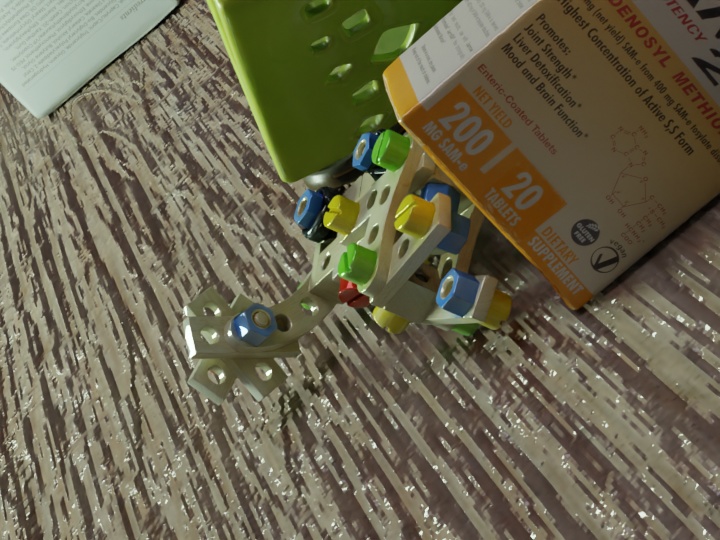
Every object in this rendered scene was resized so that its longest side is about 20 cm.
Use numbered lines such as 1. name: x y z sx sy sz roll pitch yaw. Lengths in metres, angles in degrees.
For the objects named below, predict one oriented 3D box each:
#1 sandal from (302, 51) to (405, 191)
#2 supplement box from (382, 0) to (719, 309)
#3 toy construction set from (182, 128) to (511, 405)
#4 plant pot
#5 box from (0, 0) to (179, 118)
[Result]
1. sandal: 0.019 -0.127 1.176 0.200 0.055 0.082 -53 23 -22
2. supplement box: 0.126 -0.098 0.838 0.200 0.126 0.074 -41 21 11
3. toy construction set: 0.000 0.000 0.948 0.200 0.092 0.132 -26 44 40
4. plant pot: -0.009 -0.201 1.074 0.181 0.200 0.200 -22 64 -1
5. box: -0.292 -0.300 1.883 0.200 0.171 0.199 -35 23 20
